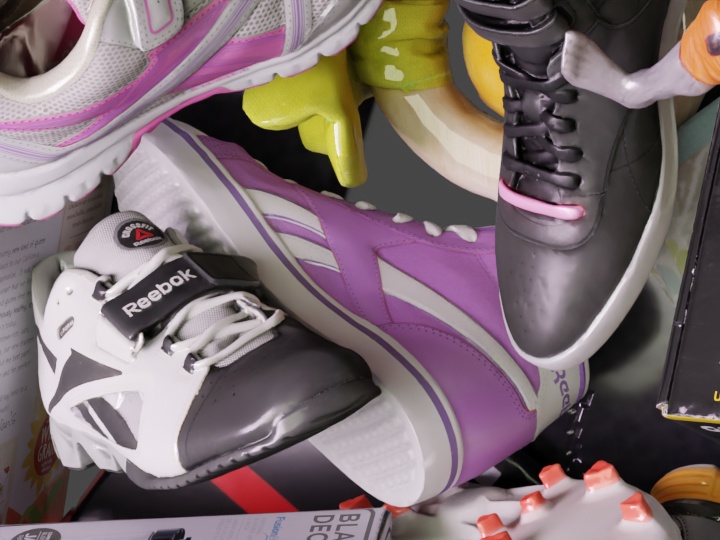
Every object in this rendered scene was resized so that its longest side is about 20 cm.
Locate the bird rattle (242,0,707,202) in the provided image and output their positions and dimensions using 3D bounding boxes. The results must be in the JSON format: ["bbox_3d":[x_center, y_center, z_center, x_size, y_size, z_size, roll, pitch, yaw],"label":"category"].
[{"bbox_3d":[0.055,-0.105,1.051,0.163,0.113,0.200,42,99,-4],"label":"bird rattle"}]

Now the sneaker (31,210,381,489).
[{"bbox_3d":[-0.068,0.024,1.022,0.200,0.074,0.089,-2,108,58],"label":"sneaker"}]

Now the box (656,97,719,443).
[{"bbox_3d":[0.200,-0.018,0.911,0.200,0.049,0.160,4,77,39],"label":"box"}]

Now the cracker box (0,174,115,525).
[{"bbox_3d":[-0.151,0.013,1.109,0.058,0.134,0.201,16,105,18],"label":"cracker box"}]

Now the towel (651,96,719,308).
[{"bbox_3d":[0.193,-0.015,0.978,0.200,0.048,0.171,-38,54,21],"label":"towel"}]

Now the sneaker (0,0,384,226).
[{"bbox_3d":[-0.067,-0.095,0.965,0.200,0.088,0.081,-37,68,-1],"label":"sneaker"}]

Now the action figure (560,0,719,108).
[{"bbox_3d":[0.184,-0.102,0.890,0.193,0.200,0.105,14,141,35],"label":"action figure"}]

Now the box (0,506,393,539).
[{"bbox_3d":[-0.084,0.150,1.029,0.199,0.060,0.117,-2,108,9],"label":"box"}]

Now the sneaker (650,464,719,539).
[{"bbox_3d":[0.108,0.165,1.053,0.078,0.077,0.200,11,127,13],"label":"sneaker"}]

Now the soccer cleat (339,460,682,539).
[{"bbox_3d":[0.059,0.110,1.020,0.200,0.069,0.078,0,118,65],"label":"soccer cleat"}]

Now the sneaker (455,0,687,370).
[{"bbox_3d":[0.057,-0.066,0.957,0.071,0.099,0.201,19,102,39],"label":"sneaker"}]

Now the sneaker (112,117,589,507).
[{"bbox_3d":[0.000,0.001,1.084,0.200,0.114,0.073,44,144,28],"label":"sneaker"}]

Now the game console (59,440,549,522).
[{"bbox_3d":[-0.008,0.115,1.136,0.200,0.031,0.177,40,105,8],"label":"game console"}]
